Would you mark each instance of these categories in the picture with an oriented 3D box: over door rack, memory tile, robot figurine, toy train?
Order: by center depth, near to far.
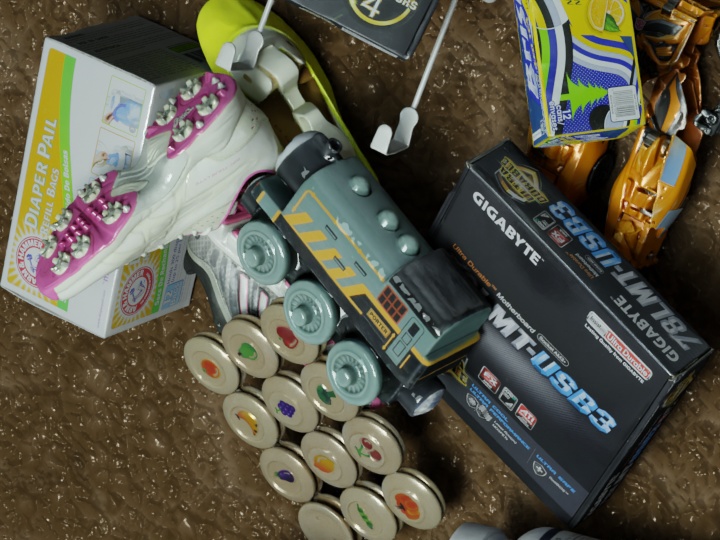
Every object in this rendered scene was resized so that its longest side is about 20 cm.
[{"bbox_3d":[0.176,-0.109,1.670,0.145,0.058,0.201,30,117,27],"label":"robot figurine"},{"bbox_3d":[0.000,0.000,1.720,0.200,0.085,0.114,52,132,15],"label":"toy train"},{"bbox_3d":[0.011,-0.194,1.740,0.147,0.067,0.201,28,94,24],"label":"over door rack"},{"bbox_3d":[-0.035,0.114,1.833,0.153,0.017,0.200,-21,108,50],"label":"memory tile"}]

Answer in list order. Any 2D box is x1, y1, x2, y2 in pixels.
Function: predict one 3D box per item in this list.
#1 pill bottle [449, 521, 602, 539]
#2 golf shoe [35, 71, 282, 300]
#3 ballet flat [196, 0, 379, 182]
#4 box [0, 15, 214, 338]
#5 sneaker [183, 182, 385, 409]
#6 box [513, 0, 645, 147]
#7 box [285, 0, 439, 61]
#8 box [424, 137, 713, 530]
[{"bbox_3d":[0.152,0.237,1.729,0.199,0.116,0.116,13,108,24],"label":"pill bottle"},{"bbox_3d":[-0.136,-0.041,1.774,0.200,0.091,0.075,-43,36,10],"label":"golf shoe"},{"bbox_3d":[-0.045,-0.115,1.800,0.067,0.067,0.200,-32,85,-9],"label":"ballet flat"},{"bbox_3d":[-0.175,-0.068,1.872,0.101,0.112,0.201,25,115,25],"label":"box"},{"bbox_3d":[-0.054,0.028,1.846,0.200,0.074,0.087,47,135,6],"label":"sneaker"},{"bbox_3d":[0.129,-0.181,1.600,0.064,0.070,0.201,-7,88,-4],"label":"box"},{"bbox_3d":[-0.022,-0.249,1.658,0.199,0.049,0.162,27,92,-3],"label":"box"},{"bbox_3d":[0.118,0.045,1.713,0.200,0.050,0.199,47,145,14],"label":"box"}]
